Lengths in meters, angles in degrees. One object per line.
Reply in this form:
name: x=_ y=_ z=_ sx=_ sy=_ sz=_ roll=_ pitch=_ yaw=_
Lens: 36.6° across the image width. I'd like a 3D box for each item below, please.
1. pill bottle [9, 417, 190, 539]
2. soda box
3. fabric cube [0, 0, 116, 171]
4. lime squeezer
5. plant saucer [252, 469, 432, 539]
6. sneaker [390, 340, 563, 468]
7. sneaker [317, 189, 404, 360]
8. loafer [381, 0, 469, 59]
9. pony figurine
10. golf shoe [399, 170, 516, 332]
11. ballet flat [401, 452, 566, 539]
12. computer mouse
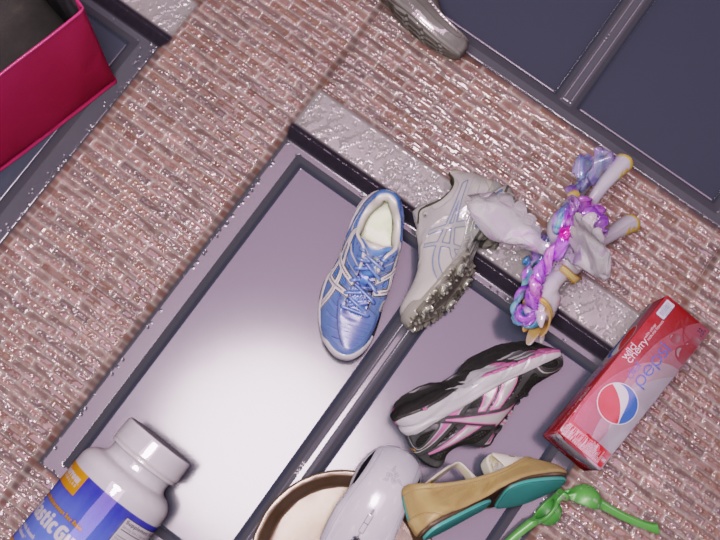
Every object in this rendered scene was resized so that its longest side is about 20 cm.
pill bottle: x=-0.271 y=0.254 z=1.123 sx=0.112 sy=0.112 sz=0.200 roll=37 pitch=80 yaw=4
soda box: x=0.290 y=0.124 z=1.194 sx=0.063 sy=0.070 sz=0.200 roll=41 pitch=80 yaw=4
fabric cube: x=-0.411 y=-0.251 z=1.167 sx=0.196 sy=0.199 sz=0.200 roll=-41 pitch=84 yaw=-8
lime squeezer: x=0.223 y=0.271 z=1.188 sx=0.200 sy=0.038 sz=0.071 roll=-11 pitch=112 yaw=-5
plant saucer: x=-0.020 y=0.315 z=1.166 sx=0.200 sy=0.029 sz=0.200 roll=0 pitch=79 yaw=-2
sneaker: x=0.133 y=0.147 z=1.192 sx=0.200 sy=0.080 sz=0.086 roll=-24 pitch=105 yaw=-8
sneaker: x=0.000 y=0.000 z=1.201 sx=0.076 sy=0.077 sz=0.200 roll=13 pitch=81 yaw=-2
loafer: x=0.058 y=-0.329 z=1.268 sx=0.070 sy=0.070 sz=0.200 roll=-44 pitch=84 yaw=-1
pony figurine: x=0.220 y=-0.037 z=1.163 sx=0.166 sy=0.193 sz=0.200 roll=24 pitch=61 yaw=34
golf shoe: x=0.089 y=-0.025 z=1.223 sx=0.097 sy=0.078 sz=0.200 roll=31 pitch=74 yaw=21
ballet flat: x=0.131 y=0.224 z=1.151 sx=0.200 sy=0.069 sz=0.063 roll=-11 pitch=58 yaw=-32
computer mouse: x=-0.004 y=0.274 z=1.138 sx=0.110 sy=0.044 sz=0.200 roll=29 pitch=80 yaw=4
